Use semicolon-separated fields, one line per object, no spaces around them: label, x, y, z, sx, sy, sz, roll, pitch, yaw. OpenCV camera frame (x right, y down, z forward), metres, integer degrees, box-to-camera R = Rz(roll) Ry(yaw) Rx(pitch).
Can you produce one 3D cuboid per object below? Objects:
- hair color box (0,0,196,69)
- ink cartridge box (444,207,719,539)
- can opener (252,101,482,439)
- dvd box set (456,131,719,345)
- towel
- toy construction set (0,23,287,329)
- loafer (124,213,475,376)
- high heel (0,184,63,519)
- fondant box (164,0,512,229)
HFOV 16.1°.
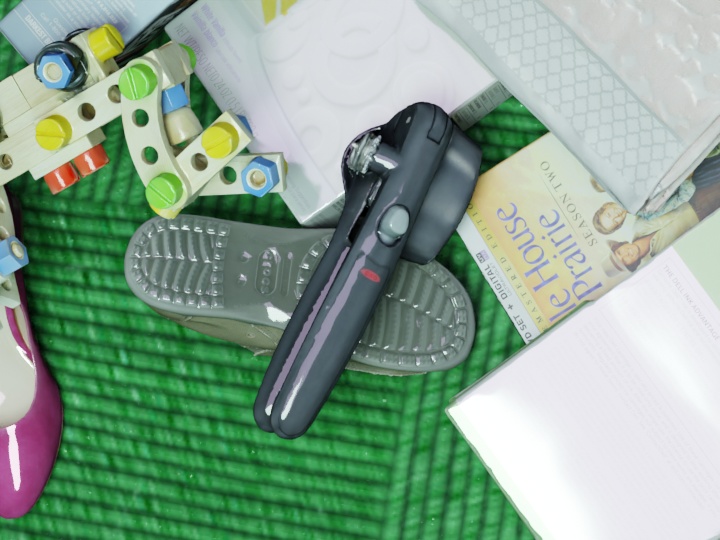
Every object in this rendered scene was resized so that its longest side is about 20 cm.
hair color box;-0.101;-0.186;1.420;0.200;0.099;0.061;-40;93;18
ink cartridge box;0.165;0.073;1.359;0.200;0.048;0.146;-37;86;3
can opener;0.000;0.000;1.359;0.078;0.063;0.200;31;77;-12
dvd box set;0.164;-0.030;1.407;0.200;0.029;0.147;-32;78;5
towel;0.129;-0.153;1.319;0.200;0.032;0.191;47;132;13
toy construction set;-0.151;-0.055;1.370;0.200;0.092;0.131;-30;96;8
loafer;-0.033;0.014;1.425;0.199;0.070;0.075;15;75;-2
high heel;-0.213;0.039;1.438;0.067;0.096;0.201;-2;81;11
fondant box;0.011;-0.137;1.440;0.200;0.058;0.144;-36;77;3
